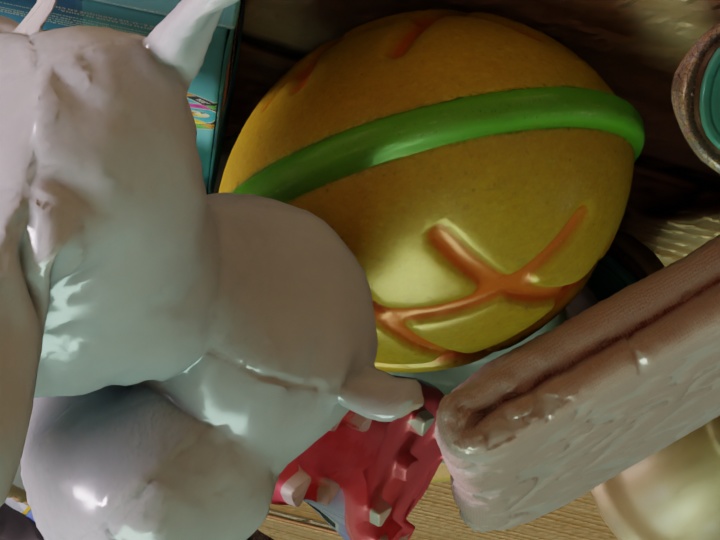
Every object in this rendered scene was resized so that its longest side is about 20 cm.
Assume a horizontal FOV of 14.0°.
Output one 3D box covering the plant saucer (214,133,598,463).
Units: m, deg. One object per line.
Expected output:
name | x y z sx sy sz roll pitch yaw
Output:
plant saucer | 0.000 0.000 1.093 0.199 0.050 0.200 13 148 8

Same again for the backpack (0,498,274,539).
backpack | -0.090 0.140 0.992 0.199 0.164 0.154 31 -149 6

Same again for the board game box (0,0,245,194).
board game box | -0.112 -0.082 0.912 0.150 0.047 0.200 12 167 -2

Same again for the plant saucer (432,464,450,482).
plant saucer | -0.005 0.051 1.383 0.199 0.049 0.200 18 164 -27

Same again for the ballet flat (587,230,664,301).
ballet flat | 0.077 0.011 1.158 0.063 0.069 0.200 -14 -176 -31

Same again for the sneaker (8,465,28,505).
sneaker | -0.138 -0.020 0.970 0.200 0.109 0.070 39 -173 34

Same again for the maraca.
maraca | 0.012 -0.017 0.927 0.136 0.108 0.200 -5 165 -22

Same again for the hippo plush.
hippo plush | -0.078 -0.002 0.816 0.159 0.200 0.161 35 -179 43

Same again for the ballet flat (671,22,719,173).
ballet flat | 0.188 -0.035 0.857 0.199 0.068 0.067 18 180 1

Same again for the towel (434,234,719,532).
towel | 0.112 0.024 0.984 0.190 0.032 0.200 -30 166 -2

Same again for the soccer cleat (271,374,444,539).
soccer cleat | -0.019 0.055 1.049 0.076 0.067 0.200 30 -179 18

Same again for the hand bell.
hand bell | 0.183 0.050 1.204 0.104 0.105 0.200 16 153 -20
